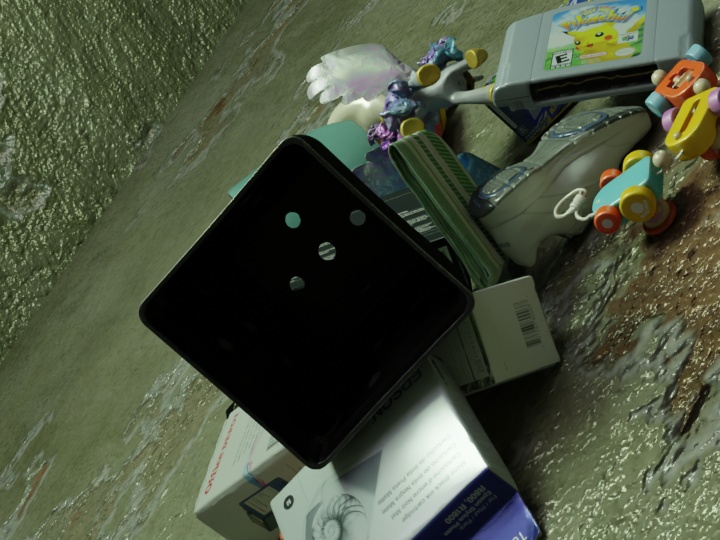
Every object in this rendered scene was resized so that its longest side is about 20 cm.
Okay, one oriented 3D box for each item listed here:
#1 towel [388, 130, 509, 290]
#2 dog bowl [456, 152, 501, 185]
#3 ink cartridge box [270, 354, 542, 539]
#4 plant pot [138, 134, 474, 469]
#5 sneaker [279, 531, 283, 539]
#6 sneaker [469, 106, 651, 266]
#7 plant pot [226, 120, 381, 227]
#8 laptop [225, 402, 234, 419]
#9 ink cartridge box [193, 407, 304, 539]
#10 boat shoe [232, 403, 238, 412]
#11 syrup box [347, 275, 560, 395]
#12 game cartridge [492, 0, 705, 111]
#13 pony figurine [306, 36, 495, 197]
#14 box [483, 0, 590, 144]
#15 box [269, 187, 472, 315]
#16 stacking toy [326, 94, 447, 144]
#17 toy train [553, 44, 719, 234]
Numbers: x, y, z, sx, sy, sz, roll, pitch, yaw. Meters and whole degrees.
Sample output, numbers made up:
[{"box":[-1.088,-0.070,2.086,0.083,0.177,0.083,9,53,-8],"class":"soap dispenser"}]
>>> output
[{"box":[0.088,-0.061,1.439,0.023,0.153,0.200,-35,1,16],"class":"towel"},{"box":[0.084,-0.041,1.655,0.201,0.049,0.111,-59,19,-22],"class":"dog bowl"},{"box":[0.028,0.196,1.246,0.200,0.040,0.201,-47,42,15],"class":"ink cartridge box"},{"box":[-0.035,0.007,1.314,0.200,0.200,0.178,-47,6,15],"class":"plant pot"},{"box":[0.000,0.177,1.373,0.073,0.077,0.201,47,113,29],"class":"sneaker"},{"box":[0.191,-0.083,1.440,0.199,0.088,0.074,-36,19,-13],"class":"sneaker"},{"box":[-0.026,-0.070,1.763,0.161,0.201,0.201,-43,18,-2],"class":"plant pot"},{"box":[-0.121,0.101,1.802,0.200,0.103,0.177,-49,18,10],"class":"laptop"},{"box":[-0.064,0.173,1.558,0.199,0.087,0.146,-36,24,37],"class":"ink cartridge box"},{"box":[-0.069,0.119,1.662,0.201,0.072,0.060,-33,-1,31],"class":"boat shoe"},{"box":[0.075,0.074,1.370,0.081,0.080,0.199,-15,-7,-35],"class":"syrup box"},{"box":[0.229,-0.214,1.499,0.198,0.041,0.134,-7,34,19],"class":"game cartridge"},{"box":[0.057,-0.172,1.629,0.191,0.168,0.200,-22,7,-5],"class":"pony figurine"},{"box":[0.221,-0.232,1.648,0.200,0.070,0.064,-45,17,22],"class":"box"},{"box":[0.000,0.000,1.486,0.198,0.079,0.142,-19,27,9],"class":"box"},{"box":[0.060,-0.177,1.910,0.146,0.147,0.200,-35,5,40],"class":"stacking toy"},{"box":[0.261,-0.102,1.344,0.200,0.056,0.150,-51,17,-5],"class":"toy train"}]
